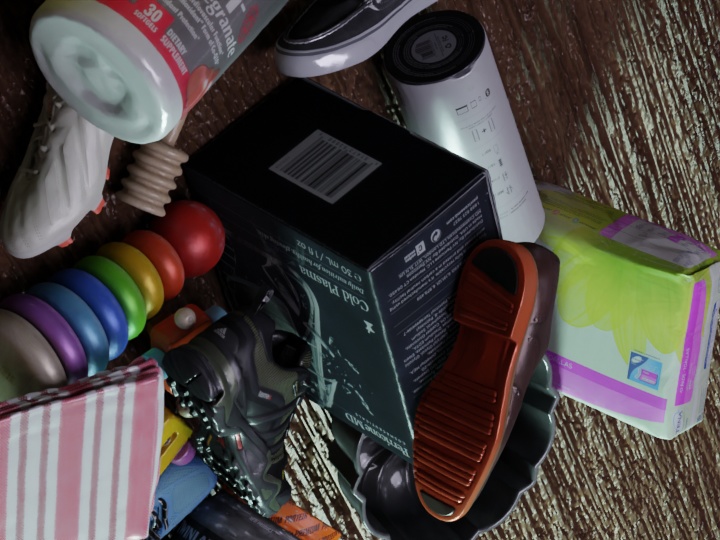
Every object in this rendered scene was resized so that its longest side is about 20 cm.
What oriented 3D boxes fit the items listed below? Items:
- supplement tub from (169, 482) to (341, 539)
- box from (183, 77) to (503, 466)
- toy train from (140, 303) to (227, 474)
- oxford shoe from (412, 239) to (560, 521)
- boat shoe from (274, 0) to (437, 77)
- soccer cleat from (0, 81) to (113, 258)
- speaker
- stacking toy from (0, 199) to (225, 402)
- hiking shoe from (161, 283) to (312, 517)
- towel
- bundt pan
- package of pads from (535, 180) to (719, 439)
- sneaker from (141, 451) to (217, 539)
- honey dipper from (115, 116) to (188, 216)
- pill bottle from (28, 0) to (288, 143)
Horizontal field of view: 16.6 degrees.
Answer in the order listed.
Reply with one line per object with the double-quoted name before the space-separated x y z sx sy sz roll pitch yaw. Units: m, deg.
"supplement tub" -0.106 0.256 1.839 0.200 0.122 0.122 -59 142 -5
"box" 0.000 0.000 1.746 0.124 0.200 0.197 -40 136 -24
"toy train" -0.176 0.102 1.706 0.200 0.056 0.151 -38 147 -25
"oxford shoe" 0.093 0.077 1.681 0.072 0.071 0.201 0 113 -51
"boat shoe" 0.010 -0.205 1.746 0.200 0.070 0.066 -34 126 -32
"soccer cleat" -0.183 -0.102 1.593 0.200 0.069 0.078 -59 137 -16
"speaker" 0.081 -0.098 1.876 0.081 0.081 0.200 -45 139 -21
"stacking toy" -0.167 0.015 1.669 0.200 0.085 0.086 -40 137 -33
"hiking shoe" -0.066 0.096 1.724 0.101 0.076 0.200 -40 148 -16
"towel" -0.221 0.139 1.604 0.199 0.030 0.147 -14 130 -29
"bundt pan" 0.058 0.122 1.966 0.201 0.076 0.203 -16 120 -29
"package of pads" 0.190 0.026 1.975 0.068 0.200 0.155 -24 127 -47
"sneaker" -0.170 0.204 1.761 0.200 0.090 0.079 -41 137 -26
"honey dipper" -0.112 -0.135 1.673 0.038 0.038 0.201 18 96 -51
"pill bottle" -0.106 -0.183 1.541 0.200 0.110 0.111 -51 141 -28
